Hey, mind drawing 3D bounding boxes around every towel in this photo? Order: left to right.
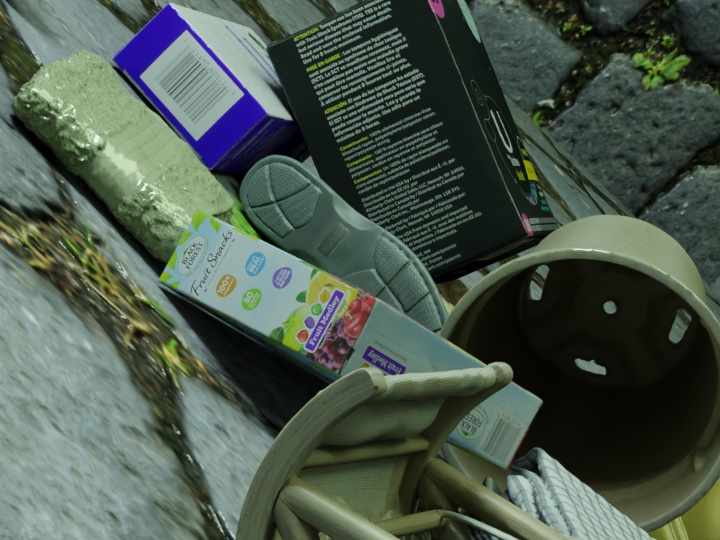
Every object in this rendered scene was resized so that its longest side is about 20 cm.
[{"bbox_3d":[-0.137,-0.072,1.509,0.148,0.036,0.200,45,10,-3],"label":"towel"},{"bbox_3d":[0.141,0.206,1.450,0.166,0.086,0.200,39,11,-21],"label":"towel"}]

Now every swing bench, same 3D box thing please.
[{"bbox_3d":[0.049,0.149,1.108,0.200,0.130,0.199,49,15,15],"label":"swing bench"}]

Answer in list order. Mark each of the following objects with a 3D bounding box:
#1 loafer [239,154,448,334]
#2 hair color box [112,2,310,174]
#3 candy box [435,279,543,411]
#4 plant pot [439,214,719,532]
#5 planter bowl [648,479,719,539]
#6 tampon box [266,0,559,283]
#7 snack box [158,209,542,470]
[{"bbox_3d":[0.000,0.000,1.716,0.200,0.072,0.063,48,4,20],"label":"loafer"},{"bbox_3d":[-0.094,-0.127,1.828,0.109,0.065,0.200,49,12,10],"label":"hair color box"},{"bbox_3d":[0.108,0.097,1.810,0.200,0.055,0.115,47,11,7],"label":"candy box"},{"bbox_3d":[0.158,0.053,1.681,0.200,0.200,0.183,46,21,-5],"label":"plant pot"},{"bbox_3d":[0.245,0.198,1.737,0.200,0.083,0.200,60,14,-25],"label":"planter bowl"},{"bbox_3d":[0.042,-0.093,1.828,0.200,0.126,0.150,68,13,3],"label":"tampon box"},{"bbox_3d":[-0.003,0.042,1.447,0.142,0.053,0.200,24,-6,36],"label":"snack box"}]
